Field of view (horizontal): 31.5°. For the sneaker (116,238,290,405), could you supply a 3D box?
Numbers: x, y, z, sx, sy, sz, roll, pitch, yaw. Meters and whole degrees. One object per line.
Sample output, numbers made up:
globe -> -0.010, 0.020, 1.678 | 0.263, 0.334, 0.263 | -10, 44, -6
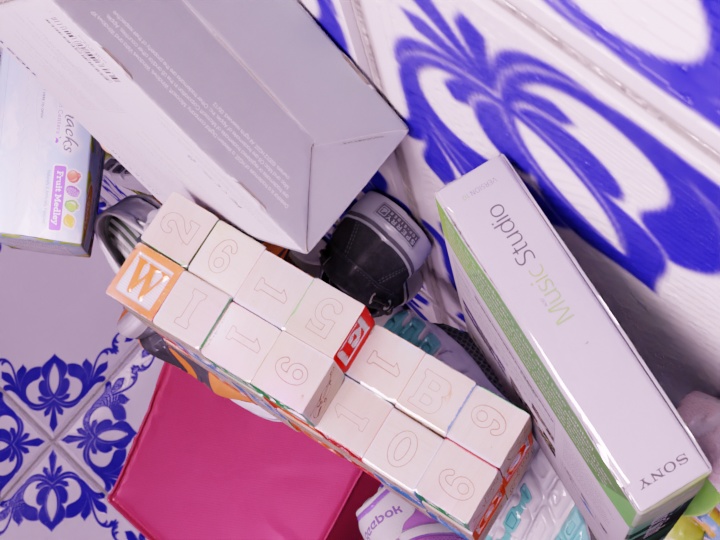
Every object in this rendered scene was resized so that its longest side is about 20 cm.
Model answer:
sneaker -> -0.060, 0.013, 0.783 | 0.112, 0.078, 0.200 | 36, 140, -16

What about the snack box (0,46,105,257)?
snack box -> -0.206, -0.098, 0.863 | 0.067, 0.171, 0.200 | 6, 178, -9

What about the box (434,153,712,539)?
box -> 0.089, 0.050, 0.557 | 0.145, 0.036, 0.200 | 59, 179, 19

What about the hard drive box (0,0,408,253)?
hard drive box -> -0.090, -0.097, 0.608 | 0.156, 0.077, 0.199 | 46, 167, -24

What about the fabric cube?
fabric cube -> -0.049, 0.150, 1.043 | 0.196, 0.202, 0.199 | 38, -154, 22

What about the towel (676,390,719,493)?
towel -> 0.232, 0.141, 0.506 | 0.191, 0.032, 0.199 | 48, 170, -31

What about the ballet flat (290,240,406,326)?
ballet flat -> -0.012, 0.024, 0.988 | 0.199, 0.069, 0.072 | 39, 152, 25

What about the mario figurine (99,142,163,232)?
mario figurine -> -0.133, -0.087, 0.810 | 0.123, 0.106, 0.200 | 44, 174, -5

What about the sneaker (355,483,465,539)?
sneaker -> 0.069, 0.167, 0.791 | 0.115, 0.073, 0.200 | 54, -166, 29

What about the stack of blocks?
stack of blocks -> -0.015, 0.051, 0.624 | 0.199, 0.059, 0.115 | 31, 169, 18

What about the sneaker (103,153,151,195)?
sneaker -> -0.153, -0.069, 1.070 | 0.199, 0.074, 0.085 | 32, 160, 51

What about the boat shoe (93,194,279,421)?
boat shoe -> -0.116, 0.033, 0.892 | 0.200, 0.074, 0.067 | 44, -161, 6

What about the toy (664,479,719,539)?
toy -> 0.160, 0.125, 0.710 | 0.115, 0.047, 0.200 | 42, 172, 11

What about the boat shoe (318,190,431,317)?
boat shoe -> 0.000, 0.000, 0.789 | 0.068, 0.057, 0.200 | 41, 172, 5

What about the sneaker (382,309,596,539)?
sneaker -> 0.090, 0.098, 0.762 | 0.090, 0.078, 0.201 | 5, -141, -42
